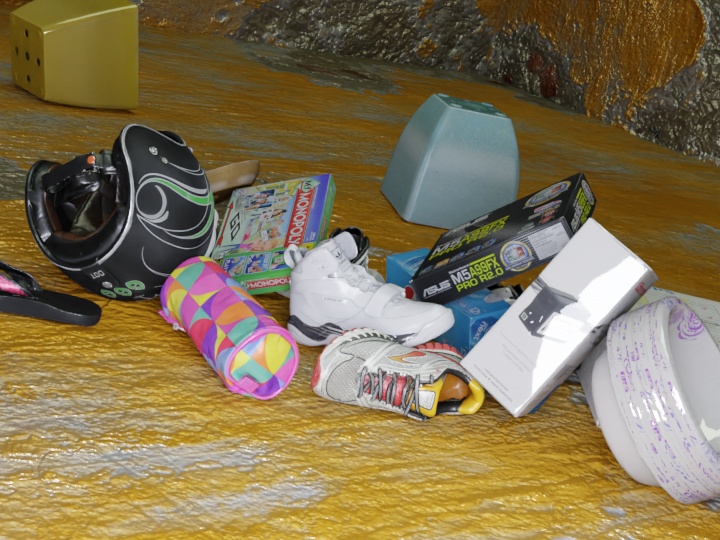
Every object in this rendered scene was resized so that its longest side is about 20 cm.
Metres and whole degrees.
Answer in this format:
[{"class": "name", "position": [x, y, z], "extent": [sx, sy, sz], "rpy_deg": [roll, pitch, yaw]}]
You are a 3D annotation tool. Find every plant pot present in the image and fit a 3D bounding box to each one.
[{"class": "plant pot", "position": [-0.221, -0.095, 1.601], "extent": [0.199, 0.028, 0.200], "rpy_deg": [-21, -2, -1]}, {"class": "plant pot", "position": [0.168, -0.190, 2.093], "extent": [0.195, 0.201, 0.196], "rpy_deg": [10, 18, -15]}, {"class": "plant pot", "position": [-0.540, -0.408, 2.264], "extent": [0.176, 0.201, 0.200], "rpy_deg": [-16, 32, -37]}]

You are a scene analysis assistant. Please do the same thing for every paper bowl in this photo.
[{"class": "paper bowl", "position": [0.305, 0.135, 1.223], "extent": [0.104, 0.201, 0.200], "rpy_deg": [-25, -3, 29]}]

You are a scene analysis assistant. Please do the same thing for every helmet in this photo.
[{"class": "helmet", "position": [-0.255, -0.065, 1.355], "extent": [0.199, 0.201, 0.191], "rpy_deg": [23, 3, 26]}]

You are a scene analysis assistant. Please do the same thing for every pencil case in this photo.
[{"class": "pencil case", "position": [-0.139, 0.058, 1.255], "extent": [0.088, 0.089, 0.200], "rpy_deg": [3, 18, -32]}]

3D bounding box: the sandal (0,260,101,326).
[{"class": "sandal", "position": [-0.366, 0.014, 1.268], "extent": [0.199, 0.045, 0.075], "rpy_deg": [11, 17, -9]}]

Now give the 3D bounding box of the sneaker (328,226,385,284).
[{"class": "sneaker", "position": [0.000, 0.000, 1.489], "extent": [0.075, 0.116, 0.200], "rpy_deg": [17, 17, 11]}]

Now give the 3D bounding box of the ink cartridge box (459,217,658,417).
[{"class": "ink cartridge box", "position": [0.210, 0.051, 1.275], "extent": [0.084, 0.200, 0.145], "rpy_deg": [44, 8, 16]}]

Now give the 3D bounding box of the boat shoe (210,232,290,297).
[{"class": "boat shoe", "position": [-0.127, -0.022, 1.552], "extent": [0.199, 0.061, 0.076], "rpy_deg": [20, 18, 20]}]

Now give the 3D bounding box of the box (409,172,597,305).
[{"class": "box", "position": [0.168, -0.034, 1.421], "extent": [0.199, 0.044, 0.160], "rpy_deg": [-23, 14, 26]}]

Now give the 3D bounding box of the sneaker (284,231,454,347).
[{"class": "sneaker", "position": [0.002, 0.022, 1.332], "extent": [0.199, 0.115, 0.075], "rpy_deg": [-1, 18, 27]}]

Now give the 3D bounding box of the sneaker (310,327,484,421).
[{"class": "sneaker", "position": [0.042, 0.109, 1.240], "extent": [0.199, 0.078, 0.082], "rpy_deg": [4, 21, -30]}]

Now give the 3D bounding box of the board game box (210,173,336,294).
[{"class": "board game box", "position": [-0.107, -0.043, 1.486], "extent": [0.134, 0.029, 0.200], "rpy_deg": [-9, 35, 13]}]

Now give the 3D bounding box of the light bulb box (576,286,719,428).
[{"class": "light bulb box", "position": [0.366, 0.109, 1.420], "extent": [0.197, 0.125, 0.200], "rpy_deg": [13, 16, -1]}]

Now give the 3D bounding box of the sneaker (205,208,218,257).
[{"class": "sneaker", "position": [-0.274, -0.036, 1.478], "extent": [0.199, 0.089, 0.075], "rpy_deg": [-1, -22, 13]}]

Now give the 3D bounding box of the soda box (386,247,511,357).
[{"class": "soda box", "position": [0.107, 0.042, 1.503], "extent": [0.064, 0.068, 0.200], "rpy_deg": [-13, 28, -26]}]

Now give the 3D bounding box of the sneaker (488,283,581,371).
[{"class": "sneaker", "position": [0.194, 0.064, 1.508], "extent": [0.074, 0.080, 0.200], "rpy_deg": [-1, 24, -46]}]
